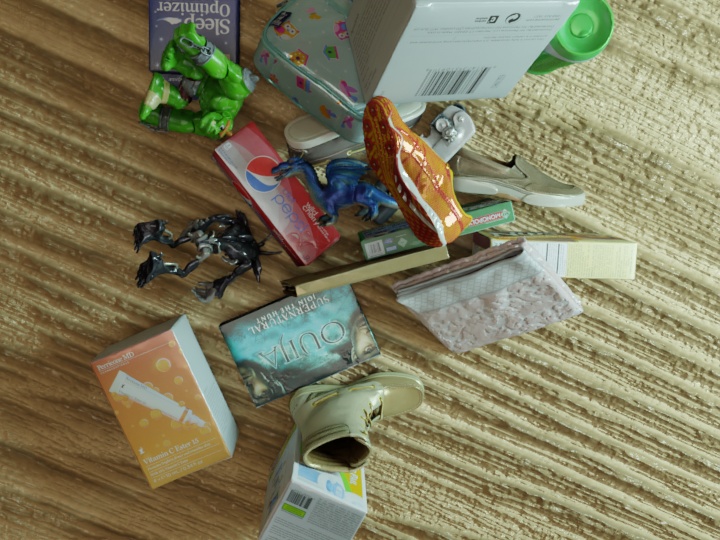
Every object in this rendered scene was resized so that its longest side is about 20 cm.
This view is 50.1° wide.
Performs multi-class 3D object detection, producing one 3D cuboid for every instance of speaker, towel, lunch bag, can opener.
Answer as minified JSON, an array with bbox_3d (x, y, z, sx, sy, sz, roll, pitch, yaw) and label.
[{"bbox_3d":[0.251,-0.299,0.985,0.088,0.200,0.089,-1,99,-3],"label":"speaker"},{"bbox_3d":[0.172,0.042,1.038,0.200,0.032,0.191,-21,140,28],"label":"towel"},{"bbox_3d":[-0.028,-0.279,1.005,0.200,0.077,0.160,38,66,-1],"label":"lunch bag"},{"bbox_3d":[0.082,-0.146,1.075,0.053,0.066,0.200,46,103,8],"label":"can opener"}]

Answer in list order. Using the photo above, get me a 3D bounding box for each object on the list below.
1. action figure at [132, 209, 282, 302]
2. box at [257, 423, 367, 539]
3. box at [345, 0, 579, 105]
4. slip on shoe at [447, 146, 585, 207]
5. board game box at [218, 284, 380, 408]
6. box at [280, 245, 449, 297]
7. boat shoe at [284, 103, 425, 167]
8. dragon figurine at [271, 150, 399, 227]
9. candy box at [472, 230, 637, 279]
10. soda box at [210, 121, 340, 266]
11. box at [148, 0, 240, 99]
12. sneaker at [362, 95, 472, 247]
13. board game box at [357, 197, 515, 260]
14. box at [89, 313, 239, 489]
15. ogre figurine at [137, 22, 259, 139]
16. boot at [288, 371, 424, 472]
[{"bbox_3d":[-0.213,-0.025,1.060,0.200,0.102,0.119,-1,68,-40],"label":"action figure"},{"bbox_3d":[-0.064,0.302,1.067,0.112,0.200,0.101,26,101,-8],"label":"box"},{"bbox_3d":[0.108,-0.302,0.902,0.199,0.200,0.131,-8,73,-18],"label":"box"},{"bbox_3d":[0.218,-0.131,1.078,0.200,0.076,0.061,10,104,3],"label":"slip on shoe"},{"bbox_3d":[-0.087,0.100,1.121,0.200,0.028,0.135,-24,99,1],"label":"board game box"},{"bbox_3d":[0.000,0.000,1.018,0.200,0.163,0.021,-14,93,-11],"label":"box"},{"bbox_3d":[-0.005,-0.192,1.062,0.200,0.072,0.060,-19,141,-12],"label":"boat shoe"},{"bbox_3d":[-0.015,-0.115,1.016,0.200,0.059,0.100,-6,106,-5],"label":"dragon figurine"},{"bbox_3d":[0.265,-0.023,1.073,0.200,0.115,0.055,1,98,-3],"label":"candy box"},{"bbox_3d":[-0.117,-0.102,1.062,0.070,0.063,0.200,-40,99,-13],"label":"soda box"},{"bbox_3d":[-0.224,-0.334,1.044,0.121,0.032,0.200,1,100,-3],"label":"box"},{"bbox_3d":[0.067,-0.125,0.947,0.077,0.073,0.200,-37,108,-27],"label":"sneaker"},{"bbox_3d":[0.097,-0.059,1.050,0.200,0.135,0.029,-15,97,0],"label":"board game box"},{"bbox_3d":[-0.271,0.183,1.091,0.124,0.097,0.200,-23,99,1],"label":"box"},{"bbox_3d":[-0.210,-0.233,1.004,0.120,0.098,0.200,19,130,-22],"label":"ogre figurine"},{"bbox_3d":[0.007,0.209,1.070,0.200,0.155,0.073,-4,110,-11],"label":"boot"}]
